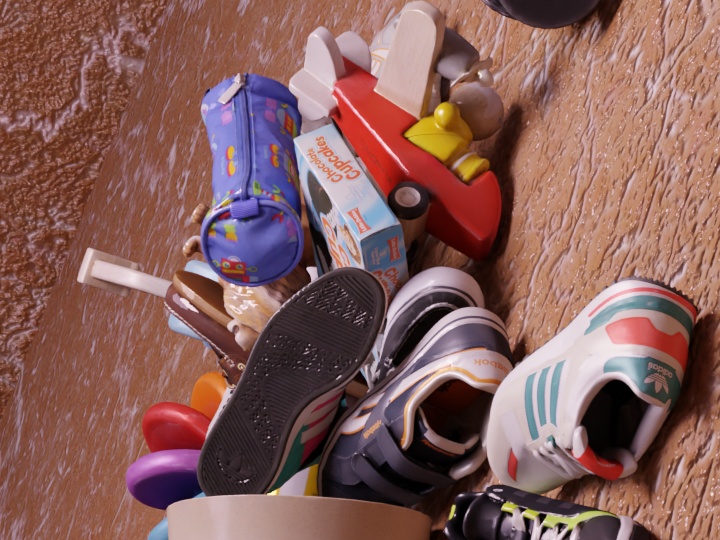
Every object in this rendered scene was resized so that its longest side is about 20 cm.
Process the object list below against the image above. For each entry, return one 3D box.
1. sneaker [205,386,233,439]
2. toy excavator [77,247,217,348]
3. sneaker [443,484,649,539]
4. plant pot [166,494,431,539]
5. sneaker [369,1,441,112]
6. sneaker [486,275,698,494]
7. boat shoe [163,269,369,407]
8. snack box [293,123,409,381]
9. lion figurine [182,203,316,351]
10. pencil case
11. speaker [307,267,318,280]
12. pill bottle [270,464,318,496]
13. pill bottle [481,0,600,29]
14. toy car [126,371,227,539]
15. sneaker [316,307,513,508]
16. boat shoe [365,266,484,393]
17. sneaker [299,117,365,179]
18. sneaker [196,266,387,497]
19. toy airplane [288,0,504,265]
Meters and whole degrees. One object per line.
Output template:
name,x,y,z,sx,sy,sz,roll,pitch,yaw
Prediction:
sneaker,-0.085,0.123,1.909,0.080,0.074,0.200,60,-152,-47
toy excavator,-0.159,0.025,2.225,0.194,0.200,0.100,-167,97,-75
sneaker,0.099,0.164,1.358,0.200,0.083,0.072,176,112,-74
plant pot,-0.046,0.268,1.617,0.187,0.187,0.201,147,127,-67
sneaker,0.042,-0.177,2.016,0.092,0.076,0.200,-61,18,19
sneaker,0.127,0.091,1.371,0.200,0.070,0.094,-51,18,45
boat shoe,-0.075,0.075,1.869,0.070,0.200,0.070,-59,-4,18
snack box,0.000,0.000,1.741,0.116,0.037,0.200,57,164,39
lion figurine,-0.063,-0.016,1.857,0.200,0.122,0.073,-43,-20,-51
pencil case,-0.083,-0.076,1.789,0.200,0.078,0.087,-94,-11,-53
speaker,-0.021,0.021,1.968,0.200,0.081,0.081,-169,98,-75
pill bottle,-0.053,0.210,1.787,0.111,0.111,0.200,137,149,-60
pill bottle,0.124,-0.249,1.730,0.200,0.112,0.112,-106,38,-65
toy car,-0.126,0.178,2.011,0.175,0.150,0.200,130,155,-52
sneaker,0.035,0.119,1.626,0.200,0.078,0.079,-54,25,28
boat shoe,0.035,0.087,1.696,0.068,0.073,0.200,-85,19,-51
sneaker,-0.057,-0.099,2.180,0.201,0.115,0.076,-104,37,-64
sneaker,-0.033,0.078,1.681,0.200,0.084,0.121,-55,-9,15
toy airplane,0.040,-0.112,1.786,0.200,0.141,0.200,15,125,64
